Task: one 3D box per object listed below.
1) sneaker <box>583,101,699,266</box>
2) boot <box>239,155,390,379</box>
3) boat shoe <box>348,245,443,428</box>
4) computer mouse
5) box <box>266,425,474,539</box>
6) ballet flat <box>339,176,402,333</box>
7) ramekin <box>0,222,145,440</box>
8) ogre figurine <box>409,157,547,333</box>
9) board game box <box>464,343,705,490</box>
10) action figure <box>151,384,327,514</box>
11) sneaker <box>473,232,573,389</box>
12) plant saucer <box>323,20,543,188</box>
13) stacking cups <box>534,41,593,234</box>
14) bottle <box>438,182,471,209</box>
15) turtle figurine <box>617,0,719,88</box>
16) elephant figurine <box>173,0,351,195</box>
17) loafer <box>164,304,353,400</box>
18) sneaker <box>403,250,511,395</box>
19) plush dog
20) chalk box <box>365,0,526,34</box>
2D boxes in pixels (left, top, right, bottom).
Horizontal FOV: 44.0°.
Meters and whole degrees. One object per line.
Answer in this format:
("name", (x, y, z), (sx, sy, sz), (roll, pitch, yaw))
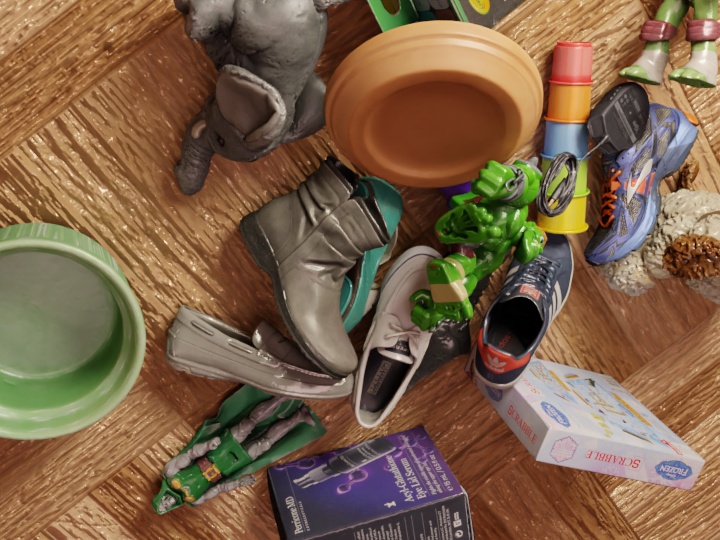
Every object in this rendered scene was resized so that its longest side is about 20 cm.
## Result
("sneaker", (0.292, -0.097, 0.984), (0.078, 0.075, 0.200), (27, 85, -12))
("boot", (-0.024, -0.003, 0.877), (0.131, 0.068, 0.200), (-30, 87, 17))
("boat shoe", (0.037, 0.073, 0.928), (0.072, 0.066, 0.200), (24, 107, -10))
("computer mouse", (0.234, -0.126, 0.913), (0.200, 0.034, 0.059), (-45, 117, -25))
("box", (0.008, 0.276, 0.997), (0.200, 0.148, 0.105), (-13, 113, -11))
("ballet flat", (0.000, 0.000, 0.941), (0.070, 0.067, 0.200), (6, 111, -36))
("ramekin", (-0.309, 0.051, 0.850), (0.200, 0.098, 0.200), (-6, 111, -14))
("ogre figurine", (0.116, -0.036, 0.849), (0.120, 0.098, 0.200), (-36, 137, -42))
("board game box", (0.242, 0.160, 0.994), (0.199, 0.200, 0.041), (15, 105, -20))
("action figure", (-0.146, 0.202, 0.979), (0.200, 0.055, 0.118), (-37, 110, 0))
("sneaker", (0.180, 0.027, 0.947), (0.075, 0.085, 0.200), (19, 65, 13))
("plant saucer", (0.066, -0.137, 0.807), (0.200, 0.038, 0.200), (-1, 147, -1))
("stacking cups", (0.221, -0.141, 0.951), (0.060, 0.061, 0.200), (-6, 111, -14))
("bottle", (0.106, -0.122, 0.922), (0.083, 0.065, 0.200), (-23, 115, 1))
("turtle figurine", (0.307, -0.286, 0.871), (0.144, 0.200, 0.194), (13, 97, 19))
("elephant figurine", (-0.094, -0.162, 0.818), (0.141, 0.155, 0.200), (-12, 112, -25))
("loafer", (-0.102, 0.086, 0.923), (0.200, 0.070, 0.070), (13, 96, -5))
("sneaker", (0.099, 0.048, 0.989), (0.200, 0.060, 0.104), (-34, 112, 5))
("plush dog", (0.392, -0.027, 0.981), (0.200, 0.172, 0.161), (6, 108, -17))
("chalk box", (0.075, -0.282, 0.795), (0.200, 0.124, 0.125), (-39, 117, -18))
